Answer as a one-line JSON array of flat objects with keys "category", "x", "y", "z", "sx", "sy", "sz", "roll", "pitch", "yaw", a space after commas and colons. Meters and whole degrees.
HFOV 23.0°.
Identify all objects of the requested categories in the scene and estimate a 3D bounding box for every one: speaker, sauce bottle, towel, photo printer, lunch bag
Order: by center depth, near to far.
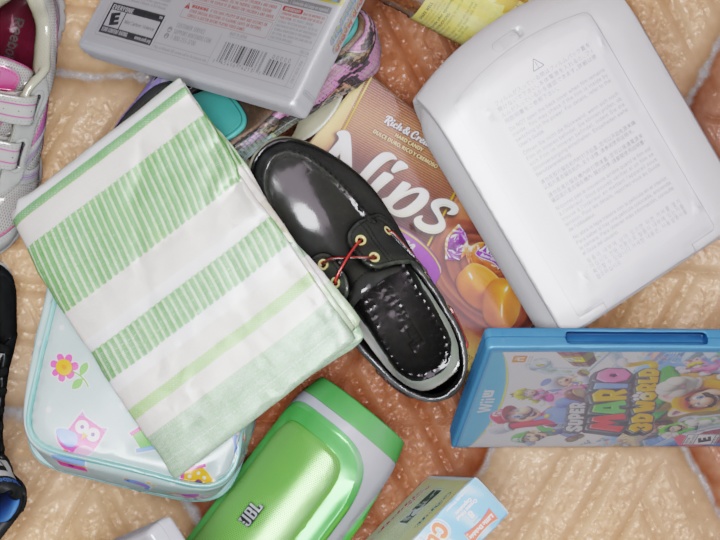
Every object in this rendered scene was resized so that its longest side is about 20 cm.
[{"category": "towel", "x": -0.112, "y": 0.003, "z": 1.105, "sx": 0.152, "sy": 0.023, "sz": 0.201, "roll": -36, "pitch": 86, "yaw": 3}, {"category": "lunch bag", "x": -0.137, "y": 0.042, "z": 1.164, "sx": 0.159, "sy": 0.077, "sz": 0.202, "roll": 11, "pitch": 72, "yaw": 0}, {"category": "photo printer", "x": 0.140, "y": -0.079, "z": 1.167, "sx": 0.166, "sy": 0.069, "sz": 0.201, "roll": -33, "pitch": 95, "yaw": -6}, {"category": "speaker", "x": -0.058, "y": 0.173, "z": 1.179, "sx": 0.088, "sy": 0.088, "sz": 0.201, "roll": 38, "pitch": 83, "yaw": -5}, {"category": "sauce bottle", "x": 0.052, "y": -0.199, "z": 1.209, "sx": 0.198, "sy": 0.066, "sz": 0.067, "roll": 25, "pitch": 84, "yaw": -15}]

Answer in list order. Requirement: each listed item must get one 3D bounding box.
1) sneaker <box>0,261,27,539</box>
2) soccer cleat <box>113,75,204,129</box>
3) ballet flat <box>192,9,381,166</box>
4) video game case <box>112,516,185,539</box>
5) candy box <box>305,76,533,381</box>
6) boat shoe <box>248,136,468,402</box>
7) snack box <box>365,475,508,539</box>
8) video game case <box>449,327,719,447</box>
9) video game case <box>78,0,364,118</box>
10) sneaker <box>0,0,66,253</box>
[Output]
[{"category": "sneaker", "x": -0.243, "y": 0.099, "z": 1.138, "sx": 0.073, "sy": 0.111, "sz": 0.202, "roll": 17, "pitch": 93, "yaw": -47}, {"category": "soccer cleat", "x": -0.100, "y": -0.141, "z": 1.204, "sx": 0.200, "sy": 0.073, "sz": 0.068, "roll": -46, "pitch": 124, "yaw": 9}, {"category": "ballet flat", "x": -0.068, "y": -0.098, "z": 1.161, "sx": 0.199, "sy": 0.069, "sz": 0.071, "roll": -34, "pitch": 136, "yaw": -3}, {"category": "video game case", "x": -0.119, "y": 0.253, "z": 1.117, "sx": 0.022, "sy": 0.200, "sz": 0.183, "roll": -34, "pitch": 92, "yaw": -35}, {"category": "candy box", "x": 0.041, "y": -0.028, "z": 1.215, "sx": 0.200, "sy": 0.056, "sz": 0.117, "roll": 40, "pitch": 83, "yaw": -6}, {"category": "boat shoe", "x": 0.002, "y": -0.002, "z": 1.137, "sx": 0.073, "sy": 0.063, "sz": 0.202, "roll": -37, "pitch": 102, "yaw": -1}, {"category": "snack box", "x": 0.003, "y": 0.215, "z": 1.160, "sx": 0.200, "sy": 0.116, "sz": 0.037, "roll": -44, "pitch": 95, "yaw": -13}, {"category": "video game case", "x": 0.169, "y": 0.081, "z": 1.190, "sx": 0.198, "sy": 0.144, "sz": 0.018, "roll": 1, "pitch": 58, "yaw": -8}, {"category": "video game case", "x": -0.074, "y": -0.202, "z": 1.155, "sx": 0.199, "sy": 0.023, "sz": 0.183, "roll": 19, "pitch": 78, "yaw": 36}, {"category": "sneaker", "x": -0.244, "y": -0.108, "z": 1.163, "sx": 0.080, "sy": 0.088, "sz": 0.202, "roll": 8, "pitch": 87, "yaw": -7}]
